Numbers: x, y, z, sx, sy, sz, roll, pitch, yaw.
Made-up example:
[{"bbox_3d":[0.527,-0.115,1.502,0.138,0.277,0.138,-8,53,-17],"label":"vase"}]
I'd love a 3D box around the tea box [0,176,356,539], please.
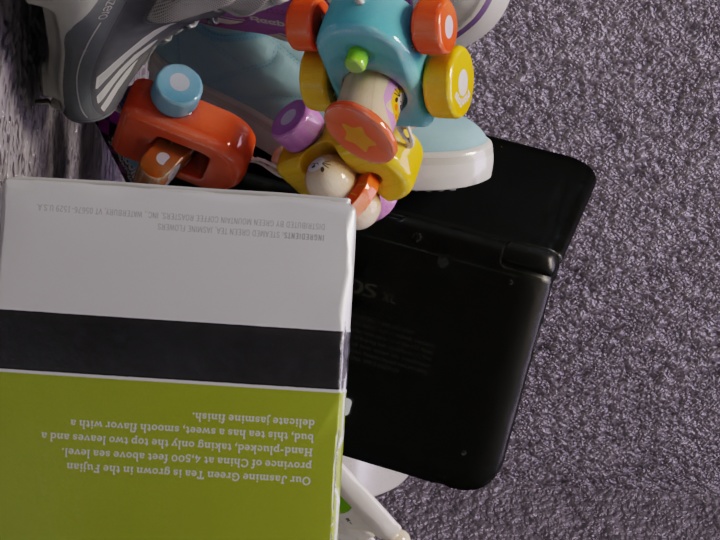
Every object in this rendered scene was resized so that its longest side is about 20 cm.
[{"bbox_3d":[-0.077,0.072,0.712,0.200,0.133,0.197,139,-44,-85],"label":"tea box"}]

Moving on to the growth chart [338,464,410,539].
[{"bbox_3d":[-0.068,0.117,0.944,0.200,0.145,0.018,-14,-139,48],"label":"growth chart"}]

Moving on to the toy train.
[{"bbox_3d":[-0.039,-0.066,0.748,0.200,0.150,0.056,-46,-158,58],"label":"toy train"}]

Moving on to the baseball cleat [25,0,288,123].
[{"bbox_3d":[-0.078,-0.102,0.669,0.200,0.106,0.070,126,-37,-81],"label":"baseball cleat"}]

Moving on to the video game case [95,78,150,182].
[{"bbox_3d":[-0.027,-0.045,0.971,0.036,0.200,0.181,-25,-87,53],"label":"video game case"}]

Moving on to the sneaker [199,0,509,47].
[{"bbox_3d":[-0.040,-0.132,0.754,0.114,0.200,0.073,1,94,-57],"label":"sneaker"}]

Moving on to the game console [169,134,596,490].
[{"bbox_3d":[0.000,0.000,0.875,0.116,0.200,0.176,18,88,-78],"label":"game console"}]

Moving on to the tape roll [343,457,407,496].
[{"bbox_3d":[-0.061,0.051,1.088,0.203,0.202,0.139,-99,-166,-78],"label":"tape roll"}]

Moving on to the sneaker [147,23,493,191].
[{"bbox_3d":[-0.022,-0.101,0.853,0.074,0.200,0.082,-35,141,-53],"label":"sneaker"}]
